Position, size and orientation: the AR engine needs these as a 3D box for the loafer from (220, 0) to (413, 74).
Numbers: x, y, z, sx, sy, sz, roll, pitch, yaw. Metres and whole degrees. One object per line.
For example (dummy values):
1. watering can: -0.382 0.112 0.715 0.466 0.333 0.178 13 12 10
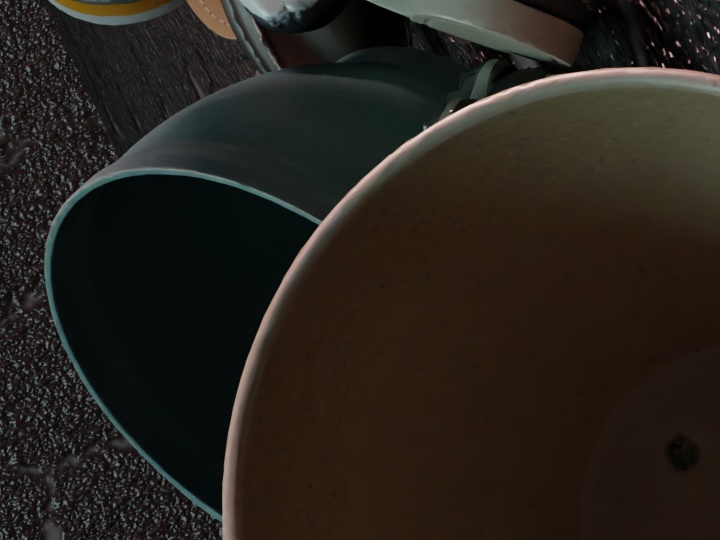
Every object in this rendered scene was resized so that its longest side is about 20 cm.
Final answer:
1. loafer: -0.033 -0.150 0.986 0.201 0.073 0.071 65 173 -8

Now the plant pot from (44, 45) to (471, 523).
1. plant pot: 0.000 0.000 0.903 0.199 0.134 0.201 23 142 19

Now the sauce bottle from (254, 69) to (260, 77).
1. sauce bottle: 0.004 -0.045 1.128 0.200 0.066 0.066 -123 10 -50

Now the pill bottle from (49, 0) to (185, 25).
1. pill bottle: -0.141 -0.232 1.267 0.117 0.116 0.200 58 170 32

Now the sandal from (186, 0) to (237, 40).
1. sandal: -0.058 -0.195 1.114 0.070 0.077 0.213 17 -134 -57

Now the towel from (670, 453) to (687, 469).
1. towel: 0.158 0.132 0.797 0.149 0.036 0.200 64 171 -8

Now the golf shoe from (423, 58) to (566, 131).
1. golf shoe: 0.079 0.026 0.762 0.088 0.077 0.201 3 133 27

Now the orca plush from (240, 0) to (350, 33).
1. orca plush: -0.035 -0.176 0.916 0.201 0.105 0.071 62 -166 22

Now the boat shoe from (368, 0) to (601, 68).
1. boat shoe: 0.042 -0.107 0.788 0.200 0.072 0.063 -130 58 -79

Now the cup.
1. cup: 0.084 0.061 0.614 0.201 0.200 0.143 61 -163 19
